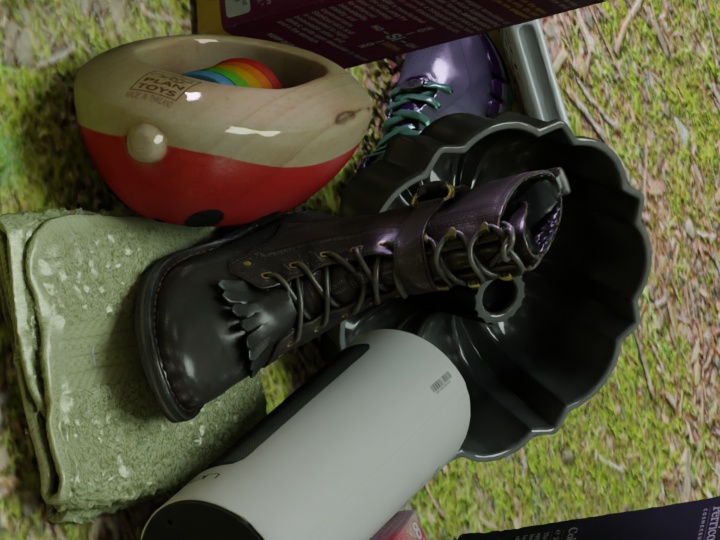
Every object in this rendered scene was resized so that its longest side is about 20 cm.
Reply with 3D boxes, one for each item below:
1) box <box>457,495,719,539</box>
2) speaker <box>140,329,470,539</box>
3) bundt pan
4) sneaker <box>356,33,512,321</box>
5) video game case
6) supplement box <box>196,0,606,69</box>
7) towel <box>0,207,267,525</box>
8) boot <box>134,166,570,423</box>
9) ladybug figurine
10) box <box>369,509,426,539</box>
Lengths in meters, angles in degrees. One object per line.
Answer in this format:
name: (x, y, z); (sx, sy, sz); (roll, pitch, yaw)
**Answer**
box: (0.135, 0.240, 1.556); (0.104, 0.182, 0.200); (58, 34, -32)
speaker: (-0.023, 0.104, 1.357); (0.200, 0.081, 0.081); (-39, 114, -53)
bundt pan: (0.058, 0.001, 1.538); (0.202, 0.076, 0.202); (-12, 116, -26)
sneaker: (0.037, -0.071, 1.619); (0.088, 0.074, 0.200); (32, 52, -48)
video game case: (0.098, -0.114, 1.704); (0.200, 0.023, 0.182); (-117, -170, -81)
supplement box: (0.017, -0.193, 1.489); (0.103, 0.200, 0.131); (22, 61, -57)
towel: (-0.104, 0.039, 1.341); (0.200, 0.036, 0.149); (-7, 86, -63)
boot: (0.000, 0.000, 1.324); (0.200, 0.174, 0.069); (-48, 123, -57)
ladybug figurine: (-0.070, -0.067, 1.364); (0.200, 0.136, 0.072); (-24, 128, -65)
box: (-0.031, 0.207, 1.348); (0.200, 0.095, 0.100); (-46, 120, -59)
